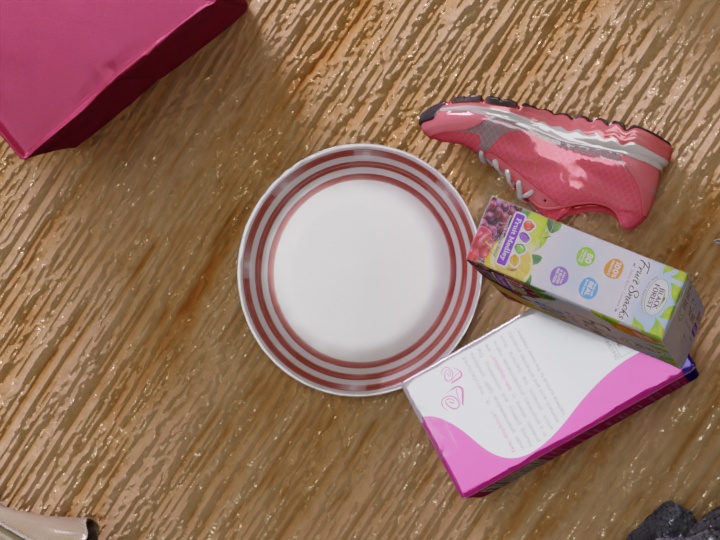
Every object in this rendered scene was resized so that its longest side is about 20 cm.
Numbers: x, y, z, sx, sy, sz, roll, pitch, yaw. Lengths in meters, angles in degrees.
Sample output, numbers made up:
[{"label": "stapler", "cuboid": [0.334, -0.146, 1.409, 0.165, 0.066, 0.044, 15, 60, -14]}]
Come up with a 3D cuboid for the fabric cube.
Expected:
[{"label": "fabric cube", "cuboid": [-0.228, -0.224, 1.682, 0.200, 0.199, 0.197, -38, 91, 6]}]

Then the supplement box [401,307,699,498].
[{"label": "supplement box", "cuboid": [0.145, 0.082, 1.642, 0.199, 0.103, 0.102, -29, 80, 6]}]

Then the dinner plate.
[{"label": "dinner plate", "cuboid": [0.000, 0.000, 1.721, 0.199, 0.024, 0.202, -1, 85, 12]}]

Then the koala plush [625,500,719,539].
[{"label": "koala plush", "cuboid": [0.314, 0.205, 1.570, 0.200, 0.184, 0.178, -37, 79, -6]}]

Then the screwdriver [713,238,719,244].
[{"label": "screwdriver", "cuboid": [0.369, -0.026, 1.644, 0.199, 0.028, 0.029, 3, 55, 13]}]

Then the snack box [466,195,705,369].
[{"label": "snack box", "cuboid": [0.160, 0.011, 1.492, 0.141, 0.200, 0.053, 21, 87, 15]}]

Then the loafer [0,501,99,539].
[{"label": "loafer", "cuboid": [-0.242, 0.221, 1.730, 0.199, 0.076, 0.069, 33, 91, 4]}]

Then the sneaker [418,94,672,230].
[{"label": "sneaker", "cuboid": [0.136, -0.081, 1.674, 0.199, 0.074, 0.087, 12, 89, 13]}]
